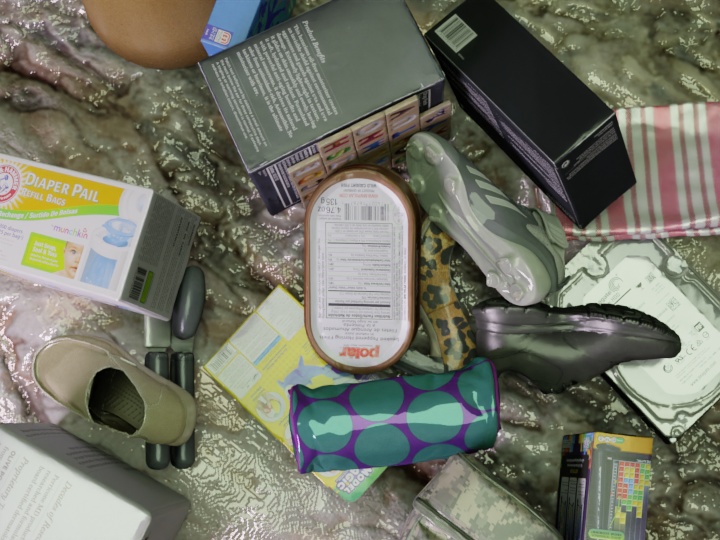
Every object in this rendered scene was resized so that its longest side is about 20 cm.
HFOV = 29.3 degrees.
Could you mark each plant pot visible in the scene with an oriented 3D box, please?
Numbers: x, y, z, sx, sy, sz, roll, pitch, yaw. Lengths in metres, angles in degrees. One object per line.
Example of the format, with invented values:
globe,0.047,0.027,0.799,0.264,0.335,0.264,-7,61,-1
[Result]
plant pot,-0.207,-0.318,1.353,0.185,0.200,0.188,0,81,3

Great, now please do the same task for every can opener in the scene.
can opener,-0.187,0.096,1.360,0.052,0.066,0.201,3,86,-24

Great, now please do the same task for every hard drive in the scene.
hard drive,0.285,0.053,1.361,0.140,0.038,0.200,-42,82,-4

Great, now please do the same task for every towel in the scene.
towel,0.285,-0.101,1.363,0.199,0.030,0.147,-3,65,4

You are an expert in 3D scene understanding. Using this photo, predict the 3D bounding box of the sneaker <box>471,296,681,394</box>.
sneaker,0.205,0.075,1.315,0.199,0.076,0.091,4,98,12

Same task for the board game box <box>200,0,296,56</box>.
board game box,-0.093,-0.290,1.367,0.045,0.152,0.201,19,84,5

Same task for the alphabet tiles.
alphabet tiles,0.012,-0.116,1.313,0.166,0.200,0.008,-26,81,-1

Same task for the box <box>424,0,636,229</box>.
box,0.163,-0.154,1.310,0.079,0.141,0.200,-39,60,-3

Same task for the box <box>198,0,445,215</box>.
box,-0.032,-0.164,1.324,0.197,0.200,0.124,-25,81,-2

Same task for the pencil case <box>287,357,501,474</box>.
pencil case,0.031,0.135,1.288,0.199,0.085,0.093,-8,44,2

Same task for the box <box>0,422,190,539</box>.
box,-0.287,0.265,1.273,0.171,0.199,0.201,27,85,6

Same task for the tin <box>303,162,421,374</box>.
tin,0.000,0.000,1.302,0.111,0.042,0.201,2,101,11

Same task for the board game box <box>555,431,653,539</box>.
board game box,0.217,0.233,1.256,0.056,0.200,0.166,5,83,2

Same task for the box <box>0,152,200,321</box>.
box,-0.275,-0.035,1.337,0.199,0.101,0.113,13,82,23

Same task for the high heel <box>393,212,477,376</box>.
high heel,0.102,0.023,1.364,0.142,0.071,0.201,26,84,-3

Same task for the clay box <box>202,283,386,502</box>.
clay box,-0.044,0.123,1.359,0.200,0.048,0.115,43,86,6

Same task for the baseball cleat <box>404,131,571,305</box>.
baseball cleat,0.124,-0.055,1.323,0.106,0.070,0.201,-23,75,-42

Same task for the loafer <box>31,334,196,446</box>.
loafer,-0.249,0.111,1.332,0.199,0.068,0.076,18,91,29

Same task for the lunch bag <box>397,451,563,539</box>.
lunch bag,0.088,0.276,1.259,0.139,0.200,0.168,40,82,10
